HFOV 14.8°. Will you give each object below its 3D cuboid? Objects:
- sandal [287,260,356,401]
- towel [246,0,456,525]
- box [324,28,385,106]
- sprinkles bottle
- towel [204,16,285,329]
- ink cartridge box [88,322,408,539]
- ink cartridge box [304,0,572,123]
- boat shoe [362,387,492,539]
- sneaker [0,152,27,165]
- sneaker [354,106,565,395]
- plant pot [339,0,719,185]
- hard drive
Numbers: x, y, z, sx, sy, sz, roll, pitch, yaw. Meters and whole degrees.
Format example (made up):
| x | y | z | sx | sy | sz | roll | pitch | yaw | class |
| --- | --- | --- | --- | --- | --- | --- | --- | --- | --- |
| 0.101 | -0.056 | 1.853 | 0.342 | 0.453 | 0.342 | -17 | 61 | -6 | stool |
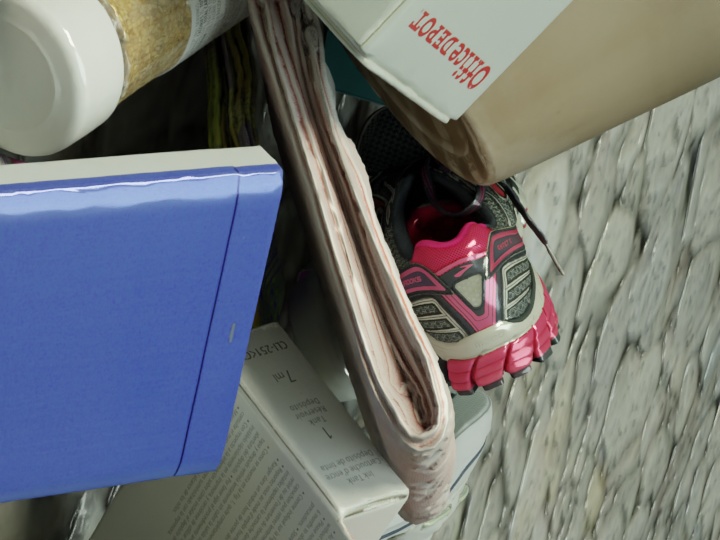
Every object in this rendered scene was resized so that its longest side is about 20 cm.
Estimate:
| x | y | z | sx | sy | sz | roll | pitch | yaw | class |
| --- | --- | --- | --- | --- | --- | --- | --- | --- | --- |
| -0.010 | 0.028 | 1.317 | 0.203 | 0.050 | 0.083 | 15 | 59 | -75 | sandal |
| 0.000 | 0.000 | 1.125 | 0.200 | 0.032 | 0.192 | 80 | -8 | -77 | towel |
| 0.038 | -0.176 | 1.291 | 0.082 | 0.049 | 0.201 | -3 | 108 | -63 | box |
| -0.078 | -0.113 | 1.069 | 0.200 | 0.068 | 0.069 | -41 | 140 | -49 | sprinkles bottle |
| -0.045 | -0.005 | 1.175 | 0.144 | 0.023 | 0.201 | -97 | 180 | -47 | towel |
| -0.039 | 0.152 | 1.109 | 0.045 | 0.176 | 0.200 | -15 | 149 | -43 | ink cartridge box |
| 0.060 | -0.163 | 1.029 | 0.200 | 0.083 | 0.146 | -45 | 164 | 6 | ink cartridge box |
| 0.018 | 0.117 | 1.402 | 0.200 | 0.073 | 0.067 | -27 | 127 | -58 | boat shoe |
| -0.115 | -0.002 | 1.040 | 0.200 | 0.088 | 0.082 | 4 | 102 | -64 | sneaker |
| 0.039 | -0.029 | 1.254 | 0.080 | 0.200 | 0.075 | -25 | 122 | -1 | sneaker |
| 0.082 | -0.135 | 1.178 | 0.173 | 0.200 | 0.200 | -39 | 146 | -11 | plant pot |
| -0.129 | 0.025 | 0.972 | 0.199 | 0.025 | 0.132 | -6 | 124 | -32 | hard drive |
